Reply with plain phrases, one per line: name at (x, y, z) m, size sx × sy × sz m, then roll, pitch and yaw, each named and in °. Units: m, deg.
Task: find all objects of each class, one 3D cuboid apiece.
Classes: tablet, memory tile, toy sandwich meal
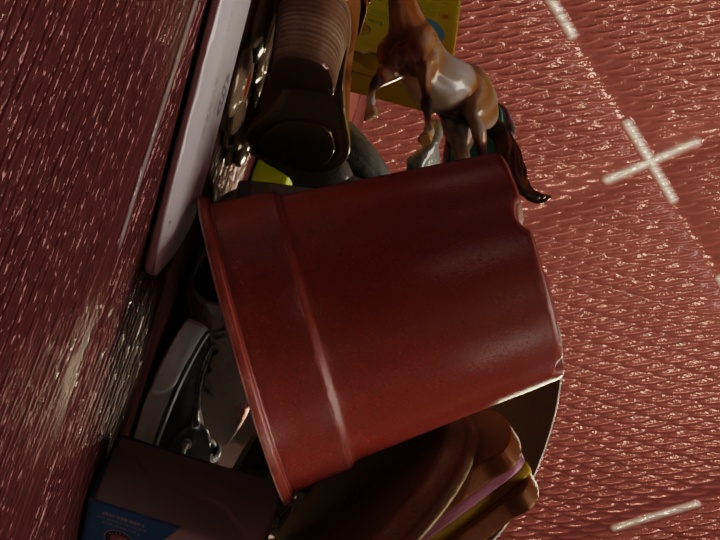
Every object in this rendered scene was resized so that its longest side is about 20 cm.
tablet at (-0.093, -0.105, 1.330) m, size 0.130 × 0.014 × 0.202 m, roll -70°, pitch 177°, yaw -73°
memory tile at (-0.070, -0.162, 1.536) m, size 0.200 × 0.017 × 0.155 m, roll 97°, pitch 9°, yaw -80°
toy sandwich meal at (0.022, 0.169, 1.415) m, size 0.205 × 0.070 × 0.205 m, roll -39°, pitch -165°, yaw 12°

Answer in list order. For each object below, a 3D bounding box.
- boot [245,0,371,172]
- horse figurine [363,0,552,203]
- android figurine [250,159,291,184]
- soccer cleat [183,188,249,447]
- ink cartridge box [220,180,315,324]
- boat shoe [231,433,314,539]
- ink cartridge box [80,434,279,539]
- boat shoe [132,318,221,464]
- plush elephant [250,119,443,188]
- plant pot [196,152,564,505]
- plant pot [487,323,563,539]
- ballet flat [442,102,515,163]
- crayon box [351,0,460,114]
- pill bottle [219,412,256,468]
boot at (-0.031, -0.169, 1.513) m, size 0.200 × 0.076 × 0.157 m, roll 87°, pitch 14°, yaw -65°
horse figurine at (0.060, -0.119, 1.522) m, size 0.050 × 0.200 × 0.133 m, roll -24°, pitch -136°, yaw 30°
android figurine at (-0.073, -0.079, 1.933) m, size 0.183 × 0.041 × 0.201 m, roll 105°, pitch 0°, yaw -52°
soccer cleat at (-0.105, 0.038, 1.604) m, size 0.085 × 0.068 × 0.202 m, roll -33°, pitch 137°, yaw -74°
ink cartridge box at (0.000, 0.000, 1.504) m, size 0.059 × 0.199 × 0.105 m, roll 4°, pitch 94°, yaw -54°
boat shoe at (-0.080, 0.172, 1.605) m, size 0.076 × 0.072 × 0.200 m, roll -46°, pitch 175°, yaw 19°
ink cartridge box at (-0.130, 0.215, 1.442) m, size 0.068 × 0.115 × 0.201 m, roll -70°, pitch 177°, yaw -51°
boat shoe at (-0.130, 0.136, 1.535) m, size 0.072 × 0.067 × 0.202 m, roll 102°, pitch 5°, yaw -73°
plush elephant at (0.002, -0.042, 1.698) m, size 0.155 × 0.198 × 0.166 m, roll -14°, pitch 116°, yaw -65°
plant pot at (0.017, 0.024, 1.368) m, size 0.201 × 0.193 × 0.203 m, roll 164°, pitch -90°, yaw -90°
plant pot at (0.046, 0.100, 1.621) m, size 0.200 × 0.134 × 0.202 m, roll -37°, pitch 137°, yaw -46°
ballet flat at (0.082, -0.034, 1.585) m, size 0.071 × 0.068 × 0.201 m, roll 65°, pitch 29°, yaw -46°
crayon box at (0.010, -0.194, 1.665) m, size 0.201 × 0.126 × 0.051 m, roll -80°, pitch -172°, yaw -48°
pill bottle at (-0.082, 0.070, 1.757) m, size 0.114 × 0.113 × 0.201 m, roll 104°, pitch 2°, yaw -60°
